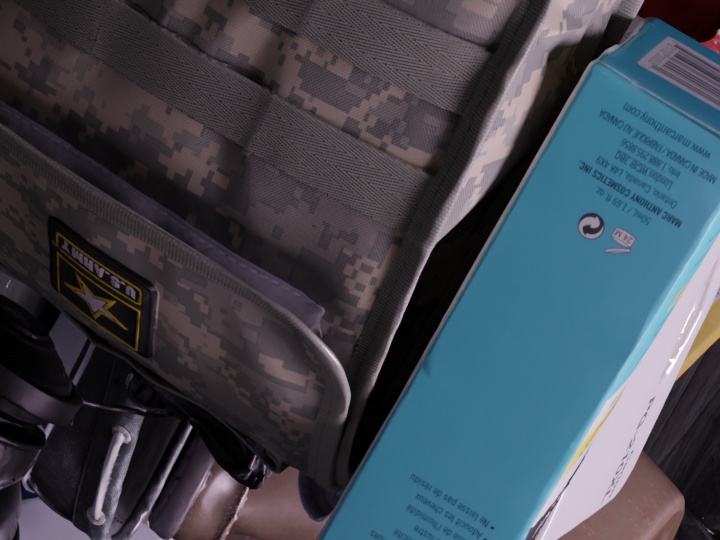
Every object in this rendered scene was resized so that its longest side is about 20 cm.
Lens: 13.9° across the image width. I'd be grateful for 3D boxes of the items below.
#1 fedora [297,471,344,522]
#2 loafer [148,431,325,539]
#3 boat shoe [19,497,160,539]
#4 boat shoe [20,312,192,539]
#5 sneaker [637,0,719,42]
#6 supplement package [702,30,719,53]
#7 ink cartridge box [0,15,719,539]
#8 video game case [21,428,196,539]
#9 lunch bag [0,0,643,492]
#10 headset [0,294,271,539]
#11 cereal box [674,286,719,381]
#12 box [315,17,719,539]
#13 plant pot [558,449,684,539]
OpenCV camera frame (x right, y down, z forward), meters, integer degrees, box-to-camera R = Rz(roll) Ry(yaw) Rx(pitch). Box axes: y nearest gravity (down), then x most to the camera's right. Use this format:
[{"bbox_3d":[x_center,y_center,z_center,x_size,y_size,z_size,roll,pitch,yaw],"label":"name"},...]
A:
[{"bbox_3d":[0.000,0.000,1.115,0.177,0.090,0.200,-54,-165,12],"label":"fedora"},{"bbox_3d":[-0.023,0.083,1.257,0.073,0.071,0.200,-61,166,18],"label":"loafer"},{"bbox_3d":[-0.146,0.147,1.057,0.200,0.072,0.066,-37,160,-50],"label":"boat shoe"},{"bbox_3d":[-0.059,0.012,1.021,0.199,0.068,0.074,-56,159,22],"label":"boat shoe"},{"bbox_3d":[0.095,-0.095,1.083,0.200,0.078,0.116,11,106,-57],"label":"sneaker"},{"bbox_3d":[0.118,-0.083,1.340,0.200,0.121,0.120,-50,164,-28],"label":"supplement package"},{"bbox_3d":[0.008,-0.027,0.893,0.145,0.200,0.084,-67,166,18],"label":"ink cartridge box"},{"bbox_3d":[-0.084,0.069,1.205,0.143,0.018,0.200,-60,166,17],"label":"video game case"},{"bbox_3d":[-0.034,-0.050,0.796,0.118,0.164,0.200,-37,157,-57],"label":"lunch bag"},{"bbox_3d":[-0.118,0.063,0.914,0.200,0.094,0.124,-22,144,-49],"label":"headset"},{"bbox_3d":[0.126,-0.030,1.020,0.144,0.040,0.200,-50,-177,44],"label":"cereal box"},{"bbox_3d":[0.043,0.033,0.800,0.200,0.049,0.082,-61,172,19],"label":"box"},{"bbox_3d":[0.061,0.113,1.481,0.200,0.175,0.200,-51,164,-21],"label":"plant pot"}]
